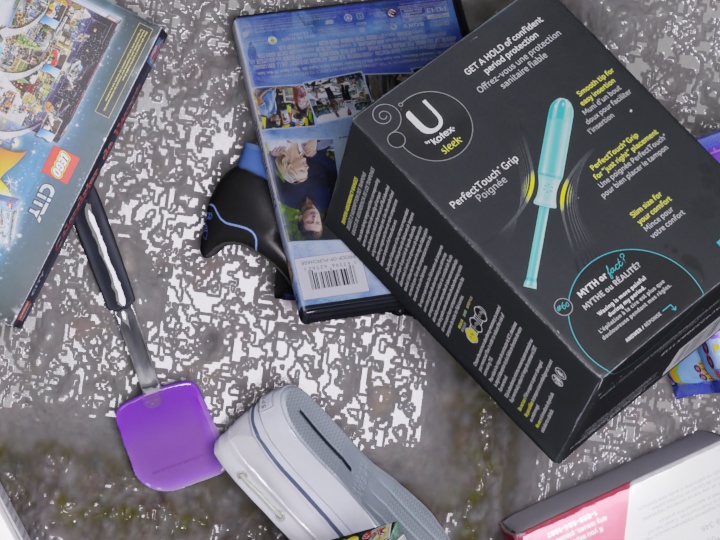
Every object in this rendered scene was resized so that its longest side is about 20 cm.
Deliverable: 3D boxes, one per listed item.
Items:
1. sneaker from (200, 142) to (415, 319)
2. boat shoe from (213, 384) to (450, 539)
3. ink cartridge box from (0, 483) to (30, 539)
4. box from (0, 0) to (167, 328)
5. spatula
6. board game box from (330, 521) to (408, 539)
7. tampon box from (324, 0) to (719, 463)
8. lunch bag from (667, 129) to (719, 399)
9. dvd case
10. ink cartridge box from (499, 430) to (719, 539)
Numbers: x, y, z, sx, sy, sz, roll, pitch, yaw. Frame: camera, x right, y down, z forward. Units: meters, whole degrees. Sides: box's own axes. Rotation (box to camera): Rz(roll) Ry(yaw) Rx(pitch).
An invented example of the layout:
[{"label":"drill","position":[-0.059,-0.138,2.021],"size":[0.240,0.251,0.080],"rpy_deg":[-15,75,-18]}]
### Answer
[{"label":"sneaker","position":[0.000,0.000,1.597],"size":[0.200,0.070,0.078],"rpy_deg":[28,89,2]},{"label":"boat shoe","position":[-0.007,0.156,1.602],"size":[0.067,0.074,0.200],"rpy_deg":[-33,100,27]},{"label":"ink cartridge box","position":[-0.247,0.216,1.564],"size":[0.146,0.084,0.200],"rpy_deg":[-27,92,-4]},{"label":"box","position":[-0.220,-0.084,1.581],"size":[0.137,0.038,0.200],"rpy_deg":[27,88,2]},{"label":"spatula","position":[-0.139,0.037,1.603],"size":[0.056,0.021,0.200],"rpy_deg":[-21,88,-2]},{"label":"board game box","position":[0.021,0.242,1.531],"size":[0.105,0.023,0.200],"rpy_deg":[-21,109,25]},{"label":"tampon box","position":[0.104,-0.026,1.486],"size":[0.150,0.126,0.200],"rpy_deg":[-36,74,-23]},{"label":"lunch bag","position":[0.270,-0.024,1.621],"size":[0.200,0.094,0.151],"rpy_deg":[-19,92,-17]},{"label":"dvd case","position":[0.013,-0.070,1.572],"size":[0.143,0.018,0.200],"rpy_deg":[-8,67,-14]},{"label":"ink cartridge box","position":[0.191,0.215,1.605],"size":[0.148,0.086,0.200],"rpy_deg":[-23,94,-5]}]
